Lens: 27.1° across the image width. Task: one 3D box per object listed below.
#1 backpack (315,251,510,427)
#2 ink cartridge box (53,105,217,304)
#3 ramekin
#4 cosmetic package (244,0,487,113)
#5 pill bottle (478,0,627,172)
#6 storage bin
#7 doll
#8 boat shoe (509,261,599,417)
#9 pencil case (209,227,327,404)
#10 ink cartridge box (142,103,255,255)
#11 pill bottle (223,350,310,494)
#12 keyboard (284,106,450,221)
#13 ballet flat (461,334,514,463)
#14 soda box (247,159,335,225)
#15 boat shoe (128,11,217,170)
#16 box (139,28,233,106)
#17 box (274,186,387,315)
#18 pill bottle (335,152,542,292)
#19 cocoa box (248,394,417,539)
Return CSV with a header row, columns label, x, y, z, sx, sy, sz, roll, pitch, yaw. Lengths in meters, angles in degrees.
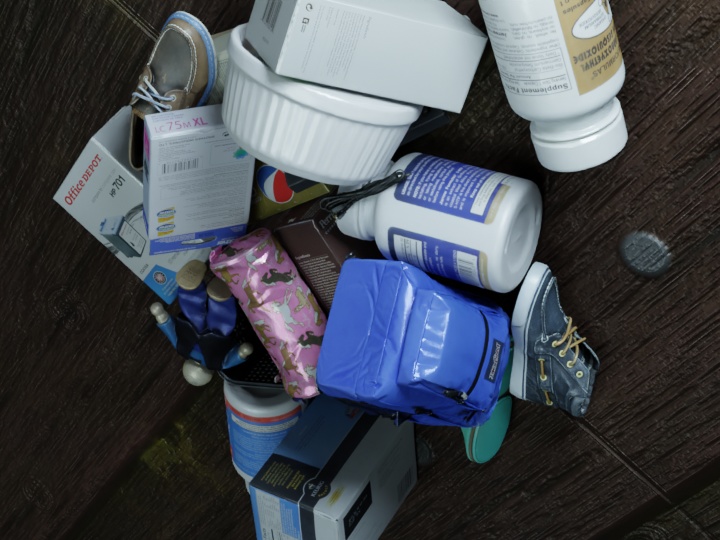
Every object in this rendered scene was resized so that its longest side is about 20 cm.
label,x,y,z,sx,sy,sz,roll,pitch,yaw
backpack,0.075,0.091,1.592,0.167,0.164,0.199,13,172,44
ink cartridge box,-0.259,-0.079,1.832,0.200,0.086,0.146,41,138,-4
ramekin,-0.045,-0.161,1.470,0.201,0.202,0.095,28,114,13
cosmetic package,0.005,-0.222,1.414,0.198,0.108,0.086,10,113,-26
pill bottle,0.183,-0.200,1.385,0.113,0.114,0.201,2,126,34
storage bin,-0.093,0.064,1.827,0.198,0.094,0.136,1,125,34
doll,-0.192,0.069,1.797,0.135,0.049,0.201,20,141,8
boat shoe,0.217,0.076,1.635,0.090,0.071,0.201,19,141,20
pencil case,-0.091,0.049,1.686,0.201,0.086,0.083,61,171,-17
ink cartridge box,-0.177,-0.098,1.631,0.201,0.118,0.042,100,154,-50
pill bottle,-0.117,0.211,1.953,0.111,0.112,0.201,19,135,22
keyboard,0.004,-0.130,1.554,0.199,0.021,0.128,-24,67,28
ballet flat,0.142,0.137,1.750,0.070,0.067,0.201,42,143,33
soda box,-0.103,-0.105,1.711,0.199,0.064,0.068,-19,112,44
boat shoe,-0.206,-0.182,1.596,0.072,0.072,0.201,30,136,13
box,-0.136,-0.210,1.635,0.199,0.078,0.096,-7,120,39
box,0.000,0.000,1.698,0.075,0.100,0.201,-14,117,46
pill bottle,0.080,-0.058,1.577,0.198,0.120,0.121,17,133,24
cocoa box,-0.032,0.265,1.872,0.130,0.200,0.134,17,134,24
